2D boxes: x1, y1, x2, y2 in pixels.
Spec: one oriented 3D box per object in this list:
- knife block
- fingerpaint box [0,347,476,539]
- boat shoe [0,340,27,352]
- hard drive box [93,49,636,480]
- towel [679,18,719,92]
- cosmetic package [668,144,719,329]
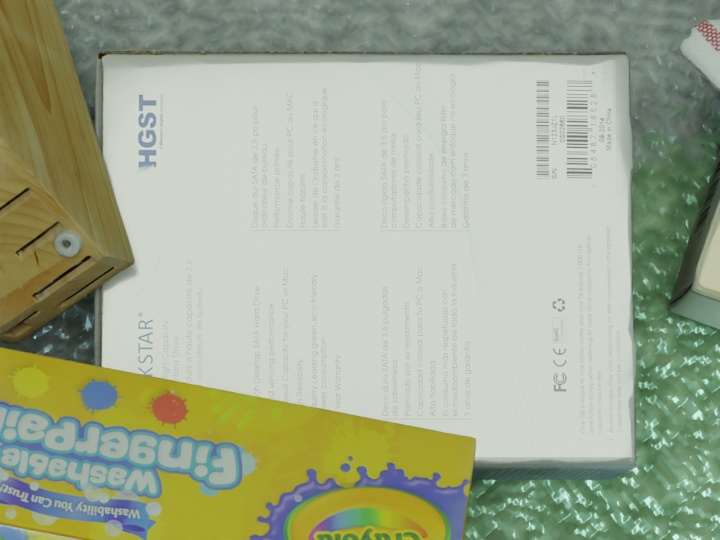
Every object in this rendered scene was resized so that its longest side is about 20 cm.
[{"bbox_3d":[-0.151,-0.096,1.117,0.064,0.176,0.200,-32,108,28],"label":"knife block"},{"bbox_3d":[-0.070,0.110,1.062,0.199,0.167,0.074,10,56,-1],"label":"fingerpaint box"},{"bbox_3d":[-0.195,-0.025,1.127,0.068,0.072,0.201,-31,92,9],"label":"boat shoe"},{"bbox_3d":[0.000,0.000,1.129,0.199,0.077,0.157,1,82,-3],"label":"hard drive box"},{"bbox_3d":[0.229,-0.081,1.114,0.146,0.030,0.200,43,53,20],"label":"towel"},{"bbox_3d":[0.228,-0.002,1.142,0.199,0.073,0.104,19,82,1],"label":"cosmetic package"}]
